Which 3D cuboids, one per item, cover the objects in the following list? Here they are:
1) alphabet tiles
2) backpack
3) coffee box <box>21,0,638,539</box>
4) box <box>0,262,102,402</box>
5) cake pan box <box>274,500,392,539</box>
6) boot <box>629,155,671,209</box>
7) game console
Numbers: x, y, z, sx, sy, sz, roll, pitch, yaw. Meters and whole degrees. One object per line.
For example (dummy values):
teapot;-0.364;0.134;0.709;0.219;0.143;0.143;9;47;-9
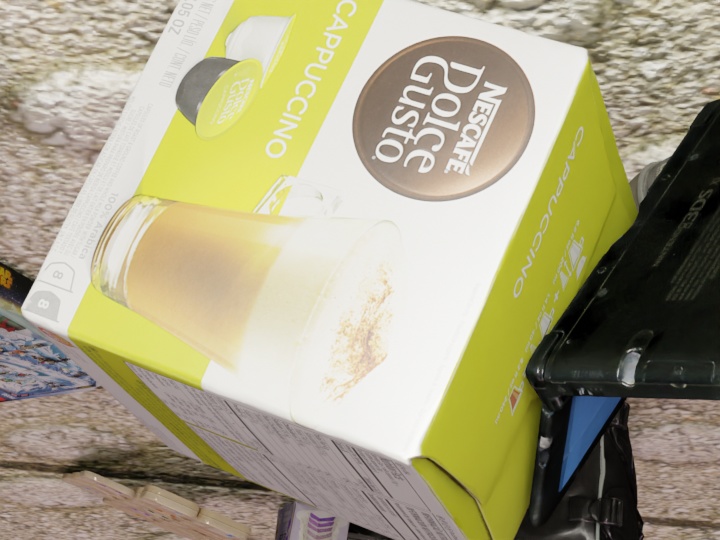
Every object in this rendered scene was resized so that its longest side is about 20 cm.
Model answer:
alphabet tiles;-0.166;0.217;1.742;0.195;0.015;0.200;26;165;-14
backpack;0.140;0.174;1.456;0.150;0.178;0.200;-3;156;17
coffee box;0.000;0.000;0.924;0.197;0.200;0.200;19;163;21
box;-0.267;0.041;1.349;0.137;0.040;0.200;-9;156;24
cake pan box;0.018;0.249;1.762;0.184;0.052;0.200;10;170;-6
boot;0.257;-0.053;1.032;0.182;0.073;0.200;12;150;-24
game console;0.169;0.020;0.916;0.176;0.200;0.116;-2;130;44
